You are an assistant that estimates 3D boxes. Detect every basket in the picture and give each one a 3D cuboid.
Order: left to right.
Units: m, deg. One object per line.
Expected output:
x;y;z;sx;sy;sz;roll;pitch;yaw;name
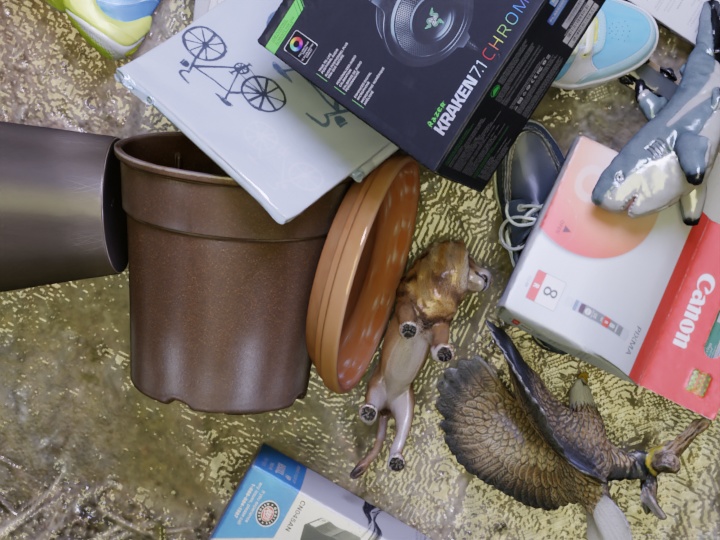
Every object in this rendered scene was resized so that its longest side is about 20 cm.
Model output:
-0.295;-0.052;1.419;0.198;0.136;0.182;0;123;6;basket

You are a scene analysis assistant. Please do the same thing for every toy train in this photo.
0.187;-0.197;1.444;0.199;0.046;0.034;35;88;0;toy train

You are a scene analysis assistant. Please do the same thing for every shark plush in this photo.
0.252;-0.133;1.371;0.083;0.091;0.202;17;83;16;shark plush

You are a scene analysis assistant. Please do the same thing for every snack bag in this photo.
-0.063;-0.134;1.339;0.188;0.200;0.021;42;141;10;snack bag

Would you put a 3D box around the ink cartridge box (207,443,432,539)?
-0.037;0.266;1.480;0.199;0.084;0.145;29;97;-2;ink cartridge box

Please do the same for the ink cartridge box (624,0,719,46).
0.254;-0.261;1.427;0.199;0.039;0.100;32;96;-12;ink cartridge box

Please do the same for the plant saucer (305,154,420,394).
0.000;0.000;1.397;0.037;0.200;0.202;17;96;11;plant saucer

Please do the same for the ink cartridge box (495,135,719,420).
0.230;0.007;1.391;0.199;0.050;0.163;25;76;4;ink cartridge box

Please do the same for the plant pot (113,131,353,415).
-0.108;0.001;1.411;0.198;0.200;0.200;5;104;2;plant pot

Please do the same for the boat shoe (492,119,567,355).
0.154;-0.028;1.453;0.074;0.062;0.202;-6;96;1;boat shoe

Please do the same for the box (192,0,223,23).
-0.063;-0.209;1.440;0.154;0.041;0.202;6;88;2;box

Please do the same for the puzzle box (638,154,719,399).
0.265;-0.007;1.437;0.132;0.025;0.201;24;76;-1;puzzle box

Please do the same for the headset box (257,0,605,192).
0.047;-0.188;1.265;0.200;0.093;0.175;39;101;26;headset box

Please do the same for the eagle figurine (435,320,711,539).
0.166;0.137;1.443;0.199;0.151;0.153;19;107;-11;eagle figurine

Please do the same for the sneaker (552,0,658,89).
0.151;-0.188;1.352;0.198;0.131;0.080;-3;90;-7;sneaker

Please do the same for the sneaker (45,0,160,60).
-0.243;-0.275;1.445;0.200;0.076;0.105;43;84;-10;sneaker

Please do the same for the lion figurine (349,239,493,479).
0.040;0.072;1.457;0.072;0.123;0.201;27;111;-10;lion figurine
